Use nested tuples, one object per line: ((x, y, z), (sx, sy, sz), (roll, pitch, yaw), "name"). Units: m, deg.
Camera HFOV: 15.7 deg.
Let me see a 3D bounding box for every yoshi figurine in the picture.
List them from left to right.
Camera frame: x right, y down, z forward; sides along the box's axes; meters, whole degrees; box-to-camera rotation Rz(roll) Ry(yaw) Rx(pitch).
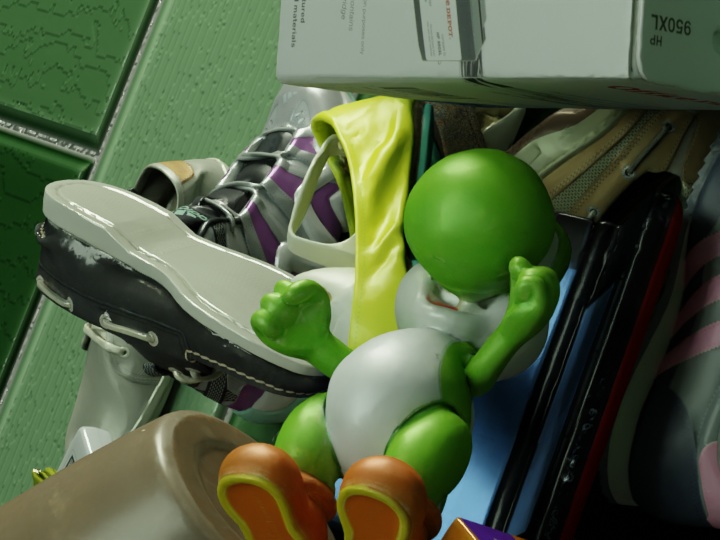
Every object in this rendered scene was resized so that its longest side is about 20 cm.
((0.023, 0.024, 1.043), (0.200, 0.112, 0.112), (-54, 5, -40), "yoshi figurine")

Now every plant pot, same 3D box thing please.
((-0.102, 0.159, 1.156), (0.175, 0.200, 0.200), (-43, 44, 18), "plant pot")

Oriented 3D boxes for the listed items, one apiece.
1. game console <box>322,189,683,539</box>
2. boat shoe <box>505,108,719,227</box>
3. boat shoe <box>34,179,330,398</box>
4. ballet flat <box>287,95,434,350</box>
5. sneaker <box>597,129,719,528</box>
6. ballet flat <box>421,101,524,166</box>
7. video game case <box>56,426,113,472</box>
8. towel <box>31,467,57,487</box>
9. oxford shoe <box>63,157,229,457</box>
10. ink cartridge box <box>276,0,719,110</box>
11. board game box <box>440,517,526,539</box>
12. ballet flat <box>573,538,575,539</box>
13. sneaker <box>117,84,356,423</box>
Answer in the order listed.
((0.046, 0.053, 1.152), (0.172, 0.119, 0.200), (110, 180, -80), "game console")
((0.149, -0.065, 1.206), (0.200, 0.072, 0.076), (-41, 70, 35), "boat shoe")
((-0.086, 0.020, 1.265), (0.200, 0.074, 0.060), (28, 115, 32), "boat shoe")
((0.000, 0.000, 1.172), (0.067, 0.067, 0.200), (94, 178, -50), "ballet flat")
((0.175, 0.018, 1.136), (0.082, 0.070, 0.200), (17, 87, 33), "sneaker")
((0.043, -0.089, 1.272), (0.067, 0.200, 0.068), (-26, 36, -15), "ballet flat")
((-0.162, 0.217, 1.413), (0.200, 0.024, 0.182), (-61, 33, 28), "video game case")
((-0.147, 0.178, 1.358), (0.200, 0.018, 0.086), (39, 111, 59), "towel")
((-0.131, 0.024, 1.487), (0.075, 0.058, 0.200), (25, 94, 49), "oxford shoe")
((0.085, -0.113, 1.113), (0.200, 0.145, 0.084), (4, 91, 44), "ink cartridge box")
((0.100, 0.249, 0.988), (0.200, 0.200, 0.200), (-58, 39, 12), "board game box")
((0.026, 0.116, 1.247), (0.200, 0.067, 0.068), (26, 93, 52), "ballet flat")
((-0.071, -0.030, 1.373), (0.078, 0.140, 0.200), (-15, 62, 46), "sneaker")
